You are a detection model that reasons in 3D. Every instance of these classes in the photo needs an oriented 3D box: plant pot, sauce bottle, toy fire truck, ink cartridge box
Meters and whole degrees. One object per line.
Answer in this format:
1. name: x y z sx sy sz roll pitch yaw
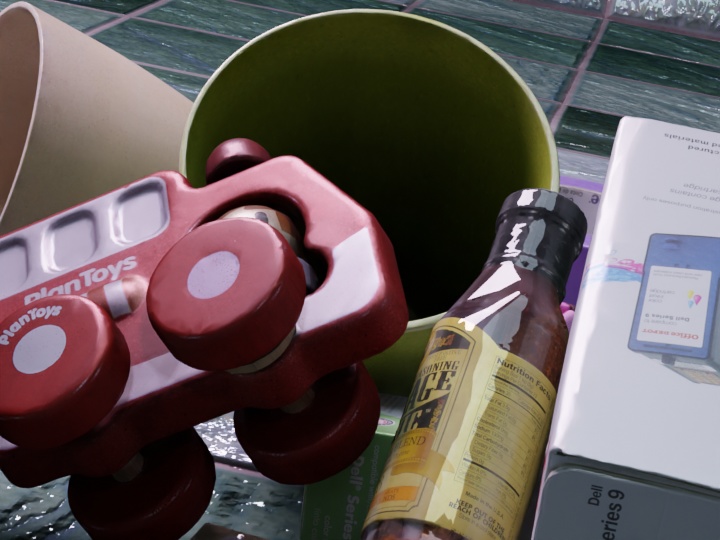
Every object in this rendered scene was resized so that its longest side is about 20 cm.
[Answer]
1. plant pot: 0.000 0.000 1.087 0.186 0.200 0.188 1 59 -2
2. sauce bottle: 0.053 0.054 0.887 0.066 0.066 0.201 13 54 11
3. toy fire truck: -0.082 0.014 0.918 0.199 0.112 0.169 -23 46 9
4. plant pot: -0.140 -0.037 1.233 0.199 0.188 0.187 18 10 -27
5. ink cartridge box: 0.080 0.108 0.963 0.198 0.068 0.117 8 5 8
6. ink cartridge box: 0.119 0.060 0.819 0.087 0.146 0.201 13 43 9

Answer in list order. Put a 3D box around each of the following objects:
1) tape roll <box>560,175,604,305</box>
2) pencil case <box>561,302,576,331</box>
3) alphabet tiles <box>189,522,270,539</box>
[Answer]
1. tape roll: 0.141 -0.002 1.413 0.198 0.086 0.200 9 16 -3
2. pencil case: 0.055 0.030 1.225 0.090 0.094 0.199 -6 23 -45
3. alphabet tiles: 0.005 0.155 0.828 0.198 0.008 0.167 13 15 11
